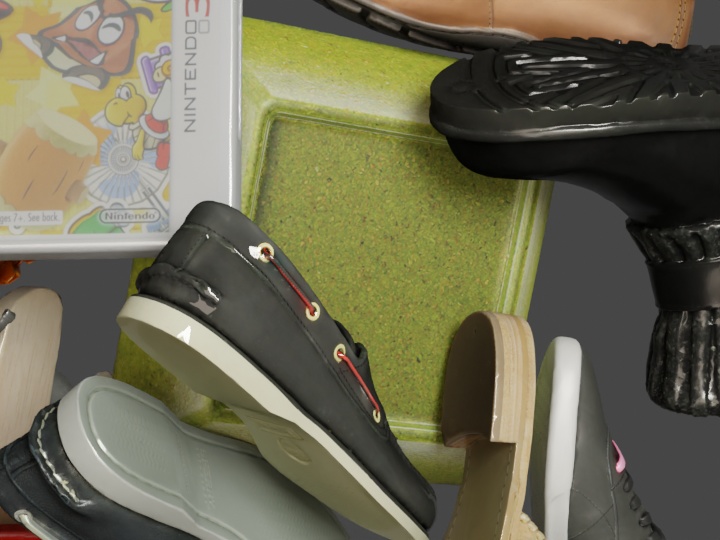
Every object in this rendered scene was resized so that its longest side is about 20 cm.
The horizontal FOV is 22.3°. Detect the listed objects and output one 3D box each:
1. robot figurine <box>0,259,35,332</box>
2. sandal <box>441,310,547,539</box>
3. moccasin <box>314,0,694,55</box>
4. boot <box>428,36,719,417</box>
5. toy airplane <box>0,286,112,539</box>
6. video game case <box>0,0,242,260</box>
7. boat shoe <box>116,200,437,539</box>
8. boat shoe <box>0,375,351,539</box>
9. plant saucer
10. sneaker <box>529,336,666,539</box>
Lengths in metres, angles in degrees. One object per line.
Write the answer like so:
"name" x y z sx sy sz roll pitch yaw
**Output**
"robot figurine" -0.187 -0.034 0.832 0.200 0.145 0.058 -39 137 0
"sandal" 0.071 0.128 0.797 0.069 0.078 0.214 8 85 -21
"moccasin" 0.055 -0.136 0.825 0.199 0.074 0.079 13 96 1
"boot" 0.128 -0.014 0.802 0.209 0.080 0.159 0 114 -11
"toy airplane" -0.169 0.139 0.841 0.200 0.141 0.200 -40 109 -25
"video game case" -0.148 -0.095 0.768 0.198 0.023 0.184 -1 79 5
"boat shoe" -0.018 0.050 0.750 0.202 0.073 0.063 50 63 -40
"boat shoe" -0.073 0.109 0.782 0.060 0.076 0.200 -31 131 22
"plant saucer" 0.000 0.000 0.820 0.198 0.048 0.202 8 98 -23
"sneaker" 0.132 0.125 0.860 0.098 0.071 0.202 -4 103 2
